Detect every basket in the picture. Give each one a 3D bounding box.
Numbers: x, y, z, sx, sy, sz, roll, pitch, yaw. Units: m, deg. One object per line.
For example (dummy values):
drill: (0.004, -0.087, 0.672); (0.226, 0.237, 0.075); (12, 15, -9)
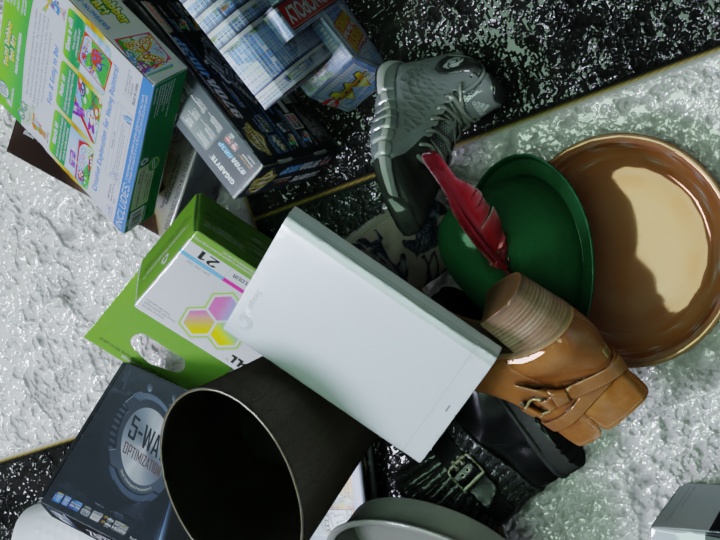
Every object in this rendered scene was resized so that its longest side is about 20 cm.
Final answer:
basket: (-0.062, 0.144, 1.322); (0.134, 0.200, 0.183); (-4, 109, 31)

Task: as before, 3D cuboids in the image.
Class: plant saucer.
plant saucer: (0.230, -0.018, 1.304); (0.198, 0.037, 0.203); (4, 101, 23)

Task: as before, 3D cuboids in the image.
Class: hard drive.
hard drive: (-0.001, 0.054, 1.224); (0.199, 0.026, 0.132); (34, 125, 1)

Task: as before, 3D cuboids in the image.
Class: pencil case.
pencil case: (0.000, 0.000, 1.323); (0.077, 0.199, 0.090); (-1, 116, 50)

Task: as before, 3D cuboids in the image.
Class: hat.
hat: (0.079, -0.011, 1.252); (0.165, 0.174, 0.203); (9, 107, 53)

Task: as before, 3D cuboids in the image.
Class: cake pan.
cake pan: (0.066, 0.267, 1.363); (0.198, 0.037, 0.201); (17, 147, 12)

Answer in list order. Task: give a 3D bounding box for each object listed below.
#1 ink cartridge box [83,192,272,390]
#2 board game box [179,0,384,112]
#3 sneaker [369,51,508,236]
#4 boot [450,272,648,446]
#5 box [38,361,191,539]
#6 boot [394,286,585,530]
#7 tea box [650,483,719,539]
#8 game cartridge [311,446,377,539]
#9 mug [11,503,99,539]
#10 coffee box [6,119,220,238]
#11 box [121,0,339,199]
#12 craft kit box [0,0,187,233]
ink cartridge box: (-0.152, 0.051, 1.429); (0.147, 0.076, 0.200); (33, 114, -21)
board game box: (-0.065, -0.223, 1.340); (0.061, 0.200, 0.200); (-37, 97, 25)
sneaker: (0.072, -0.123, 1.292); (0.114, 0.202, 0.075); (-16, 136, 16)
boot: (0.130, 0.091, 1.270); (0.155, 0.077, 0.200); (38, 131, -17)
box: (-0.180, 0.197, 1.431); (0.198, 0.044, 0.161); (22, 67, 21)
boot: (0.086, 0.139, 1.369); (0.157, 0.079, 0.212); (-37, 83, 24)
tea box: (0.347, 0.297, 1.249); (0.194, 0.133, 0.203); (3, 100, 24)
game cartridge: (-0.049, 0.207, 1.466); (0.131, 0.041, 0.203); (-4, 97, 20)
mug: (-0.232, 0.309, 1.489); (0.173, 0.148, 0.202); (-16, 62, 16)
coffee box: (-0.231, -0.127, 1.468); (0.198, 0.080, 0.114); (27, 109, 18)
box: (-0.123, -0.163, 1.371); (0.046, 0.159, 0.201); (-43, 81, 25)
craft kit box: (-0.245, -0.166, 1.343); (0.197, 0.048, 0.201); (43, 142, 15)
